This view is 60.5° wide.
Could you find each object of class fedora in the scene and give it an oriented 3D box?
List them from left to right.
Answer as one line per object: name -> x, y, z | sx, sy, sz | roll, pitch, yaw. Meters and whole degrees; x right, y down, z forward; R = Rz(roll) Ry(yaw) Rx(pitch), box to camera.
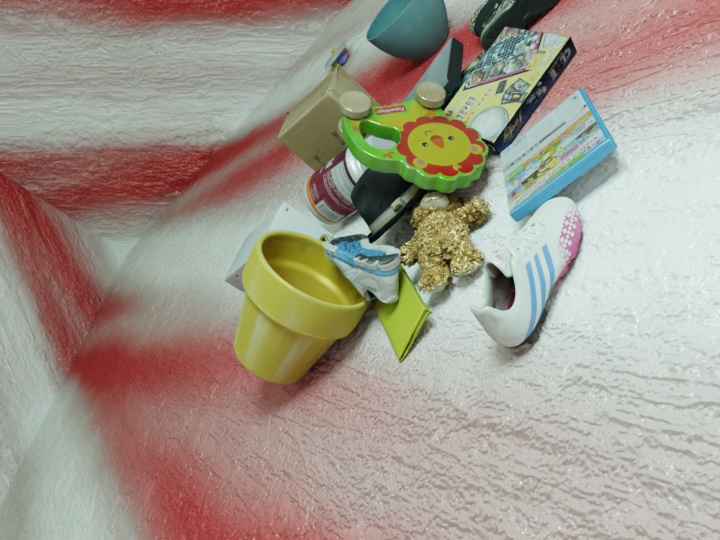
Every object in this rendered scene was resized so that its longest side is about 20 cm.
fedora -> 0.051, -0.138, 1.005 | 0.201, 0.092, 0.201 | -45, 3, 3

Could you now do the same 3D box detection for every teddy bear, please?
teddy bear -> 0.116, -0.051, 0.875 | 0.144, 0.067, 0.201 | -25, 37, 41

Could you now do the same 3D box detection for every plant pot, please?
plant pot -> -0.110, 0.068, 0.981 | 0.190, 0.199, 0.201 | -59, 21, 24
plant pot -> 0.129, -0.575, 1.449 | 0.200, 0.134, 0.201 | -40, 27, 26

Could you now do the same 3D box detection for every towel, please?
towel -> 0.053, 0.044, 0.905 | 0.087, 0.018, 0.200 | -66, 21, 20

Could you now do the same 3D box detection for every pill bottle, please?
pill bottle -> -0.012, -0.179, 1.204 | 0.199, 0.114, 0.115 | -28, 34, 42

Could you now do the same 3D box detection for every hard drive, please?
hard drive -> 0.128, -0.334, 1.201 | 0.200, 0.033, 0.140 | -47, 25, 48

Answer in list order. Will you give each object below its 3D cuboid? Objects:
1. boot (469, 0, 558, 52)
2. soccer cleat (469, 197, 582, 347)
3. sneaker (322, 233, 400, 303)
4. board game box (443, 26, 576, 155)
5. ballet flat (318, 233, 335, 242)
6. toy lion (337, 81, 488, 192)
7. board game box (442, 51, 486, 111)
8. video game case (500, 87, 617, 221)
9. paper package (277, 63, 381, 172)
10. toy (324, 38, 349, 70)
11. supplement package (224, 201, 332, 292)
boot -> 0.290, -0.506, 1.155 | 0.204, 0.073, 0.154 | -44, 24, 19
soccer cleat -> 0.185, -0.014, 0.683 | 0.070, 0.086, 0.201 | -9, 49, 56
sneaker -> 0.000, 0.000, 0.936 | 0.074, 0.087, 0.200 | -18, 21, -18
board game box -> 0.228, -0.289, 0.979 | 0.201, 0.035, 0.135 | -53, 44, -2
ballet flat -> -0.076, 0.015, 1.126 | 0.067, 0.062, 0.201 | -31, 33, 39
toy lion -> 0.082, -0.191, 0.920 | 0.069, 0.198, 0.193 | 100, 155, -53
board game box -> 0.194, -0.308, 1.117 | 0.135, 0.028, 0.201 | -41, 28, 27
video game case -> 0.248, -0.156, 0.804 | 0.143, 0.018, 0.201 | -39, 19, 28
paper package -> -0.043, -0.290, 1.300 | 0.190, 0.200, 0.104 | -28, 34, 40
toy -> -0.072, -0.725, 2.095 | 0.115, 0.047, 0.200 | -49, 22, 16
supplement package -> -0.169, -0.026, 1.244 | 0.200, 0.121, 0.120 | -31, 31, 52
